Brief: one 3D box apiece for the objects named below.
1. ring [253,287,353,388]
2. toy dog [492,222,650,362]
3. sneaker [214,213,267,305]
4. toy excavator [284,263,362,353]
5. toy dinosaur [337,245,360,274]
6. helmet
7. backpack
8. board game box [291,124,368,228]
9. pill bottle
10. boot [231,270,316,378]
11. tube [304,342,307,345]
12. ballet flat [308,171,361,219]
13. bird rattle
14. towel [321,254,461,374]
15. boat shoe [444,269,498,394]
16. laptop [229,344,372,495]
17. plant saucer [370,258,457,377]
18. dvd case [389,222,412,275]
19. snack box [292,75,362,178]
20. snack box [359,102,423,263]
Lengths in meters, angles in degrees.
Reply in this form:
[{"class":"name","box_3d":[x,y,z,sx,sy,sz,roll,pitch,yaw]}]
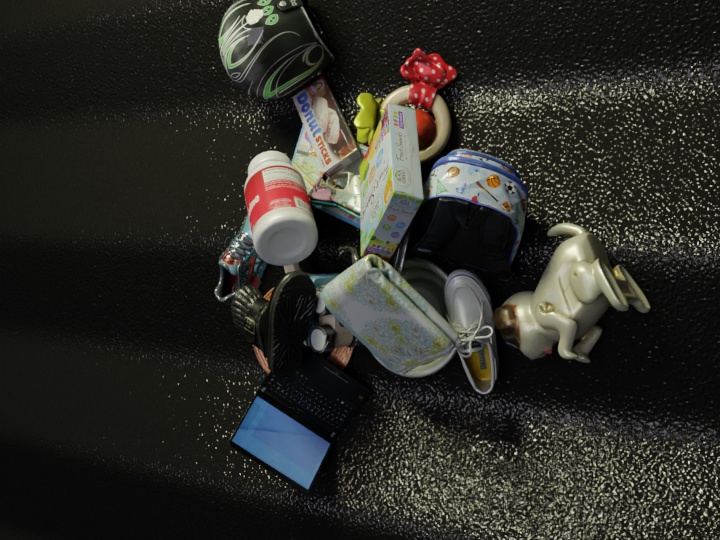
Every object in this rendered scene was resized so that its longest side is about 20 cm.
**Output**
[{"class":"ring","box_3d":[-0.105,0.116,1.409,0.196,0.019,0.205,0,90,9]},{"class":"toy dog","box_3d":[0.292,0.049,1.136,0.200,0.139,0.196,-41,72,27]},{"class":"sneaker","box_3d":[-0.225,-0.021,1.465,0.078,0.095,0.204,23,104,27]},{"class":"toy excavator","box_3d":[-0.088,0.034,1.344,0.198,0.099,0.199,12,103,44]},{"class":"toy dinosaur","box_3d":[0.000,0.000,1.362,0.087,0.047,0.204,15,97,15]},{"class":"helmet","box_3d":[-0.162,-0.406,1.368,0.188,0.200,0.203,-26,78,11]},{"class":"backpack","box_3d":[0.170,-0.091,1.155,0.196,0.191,0.157,13,73,2]},{"class":"board game box","box_3d":[-0.040,-0.171,1.383,0.198,0.034,0.137,27,106,27]},{"class":"pill bottle","box_3d":[-0.143,-0.115,1.327,0.112,0.111,0.202,-44,41,25]},{"class":"boot","box_3d":[-0.155,0.061,1.305,0.158,0.078,0.214,46,131,41]},{"class":"tube","box_3d":[-0.127,0.149,1.446,0.203,0.051,0.058,69,162,6]},{"class":"ballet flat","box_3d":[-0.019,-0.130,1.294,0.199,0.068,0.072,23,99,49]},{"class":"bird rattle","box_3d":[0.086,-0.263,1.281,0.198,0.113,0.165,-33,98,1]},{"class":"towel","box_3d":[0.044,0.071,1.186,0.200,0.048,0.171,43,146,-8]},{"class":"boat shoe","box_3d":[0.173,0.104,1.186,0.073,0.086,0.205,-8,113,14]},{"class":"laptop","box_3d":[-0.106,0.261,1.362,0.176,0.104,0.201,34,114,-8]},{"class":"plant saucer","box_3d":[0.094,0.078,1.304,0.197,0.050,0.205,2,94,30]},{"class":"dvd case","box_3d":[0.057,-0.075,1.232,0.016,0.200,0.152,12,93,-10]},{"class":"snack box","box_3d":[-0.061,-0.258,1.352,0.071,0.024,0.202,-33,55,15]},{"class":"snack box","box_3d":[0.043,-0.136,1.163,0.143,0.052,0.203,116,159,-46]}]
